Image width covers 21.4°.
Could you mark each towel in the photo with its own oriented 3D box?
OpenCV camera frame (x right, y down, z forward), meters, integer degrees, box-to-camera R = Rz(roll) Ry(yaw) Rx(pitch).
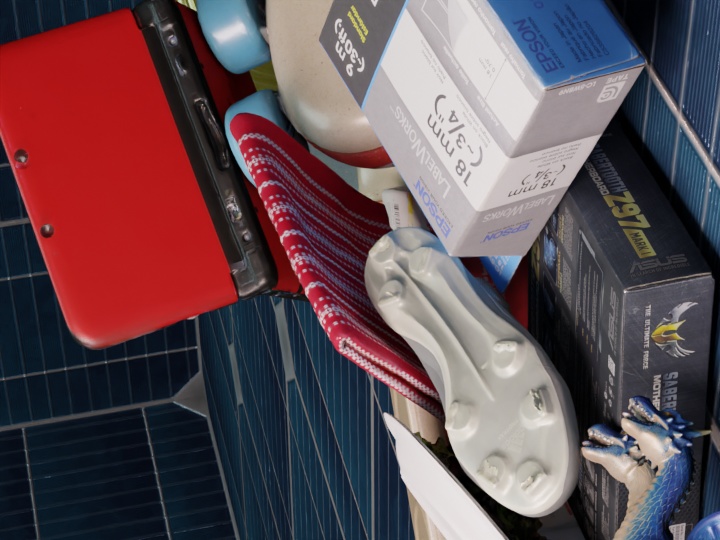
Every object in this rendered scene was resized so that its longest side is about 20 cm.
[{"bbox_3d":[0.000,0.000,1.083,0.144,0.022,0.201,35,-160,-42],"label":"towel"}]

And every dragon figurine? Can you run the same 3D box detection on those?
[{"bbox_3d":[0.162,0.146,0.859,0.200,0.099,0.059,45,156,19],"label":"dragon figurine"}]

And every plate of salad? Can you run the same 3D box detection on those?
[{"bbox_3d":[0.083,0.147,1.008,0.200,0.048,0.200,50,175,6],"label":"plate of salad"}]

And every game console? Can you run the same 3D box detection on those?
[{"bbox_3d":[-0.126,-0.058,1.211,0.202,0.118,0.172,69,-164,11],"label":"game console"}]

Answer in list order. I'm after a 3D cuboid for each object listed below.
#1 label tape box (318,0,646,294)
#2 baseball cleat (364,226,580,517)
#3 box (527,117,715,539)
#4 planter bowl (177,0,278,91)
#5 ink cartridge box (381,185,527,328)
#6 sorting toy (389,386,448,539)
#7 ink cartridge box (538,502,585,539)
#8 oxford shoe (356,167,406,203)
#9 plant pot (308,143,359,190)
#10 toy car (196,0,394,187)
[{"bbox_3d":[0.044,-0.088,0.944,0.145,0.063,0.201,59,149,23],"label":"label tape box"},{"bbox_3d":[0.075,0.054,0.988,0.106,0.070,0.201,31,-157,-45],"label":"baseball cleat"},{"bbox_3d":[0.130,0.042,0.990,0.158,0.050,0.202,-113,16,-54],"label":"box"},{"bbox_3d":[-0.051,-0.210,1.329,0.083,0.198,0.203,-57,-40,-79],"label":"planter bowl"},{"bbox_3d":[0.071,0.001,1.240,0.200,0.066,0.118,-158,59,-79],"label":"ink cartridge box"},{"bbox_3d":[0.050,0.135,1.216,0.200,0.036,0.187,96,164,-82],"label":"sorting toy"},{"bbox_3d":[0.111,0.178,1.166,0.117,0.067,0.202,-119,22,-65],"label":"ink cartridge box"},{"bbox_3d":[0.030,-0.031,1.372,0.074,0.070,0.202,-32,-70,-56],"label":"oxford shoe"},{"bbox_3d":[-0.054,-0.140,1.483,0.196,0.194,0.202,-116,31,-74],"label":"plant pot"},{"bbox_3d":[0.025,-0.125,1.247,0.200,0.183,0.178,41,-151,-57],"label":"toy car"}]
